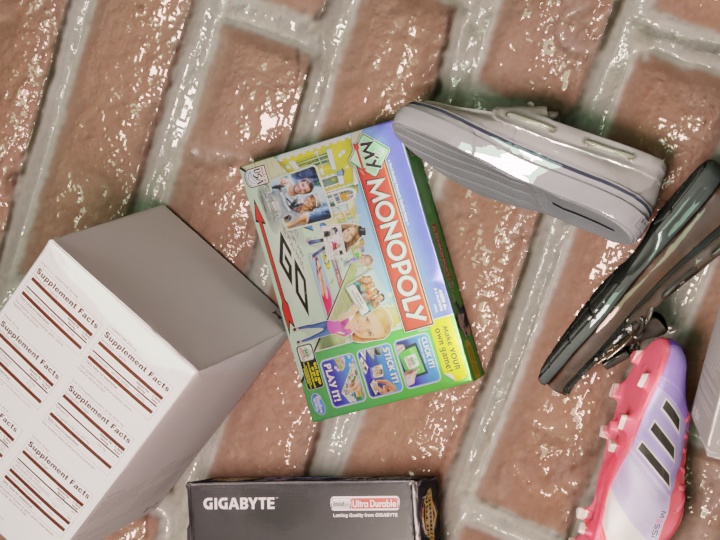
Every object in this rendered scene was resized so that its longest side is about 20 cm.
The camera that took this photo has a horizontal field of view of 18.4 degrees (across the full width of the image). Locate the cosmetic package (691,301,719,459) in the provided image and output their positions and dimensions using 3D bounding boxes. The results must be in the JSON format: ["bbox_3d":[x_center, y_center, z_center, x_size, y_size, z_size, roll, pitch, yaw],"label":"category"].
[{"bbox_3d":[0.299,0.028,1.491,0.106,0.090,0.201,10,106,-2],"label":"cosmetic package"}]

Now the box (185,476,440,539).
[{"bbox_3d":[-0.034,0.255,1.667,0.199,0.050,0.200,-2,90,25],"label":"box"}]

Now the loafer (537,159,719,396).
[{"bbox_3d":[0.204,0.017,1.549,0.063,0.072,0.200,37,106,-1],"label":"loafer"}]

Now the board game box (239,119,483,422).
[{"bbox_3d":[0.000,0.000,1.645,0.134,0.029,0.201,-16,92,23],"label":"board game box"}]

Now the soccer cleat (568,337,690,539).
[{"bbox_3d":[0.204,0.140,1.567,0.076,0.067,0.201,13,112,-5],"label":"soccer cleat"}]

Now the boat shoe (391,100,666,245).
[{"bbox_3d":[0.122,-0.083,1.572,0.199,0.074,0.067,26,73,15],"label":"boat shoe"}]

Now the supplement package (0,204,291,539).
[{"bbox_3d":[-0.188,0.082,1.643,0.147,0.191,0.200,41,110,10],"label":"supplement package"}]
